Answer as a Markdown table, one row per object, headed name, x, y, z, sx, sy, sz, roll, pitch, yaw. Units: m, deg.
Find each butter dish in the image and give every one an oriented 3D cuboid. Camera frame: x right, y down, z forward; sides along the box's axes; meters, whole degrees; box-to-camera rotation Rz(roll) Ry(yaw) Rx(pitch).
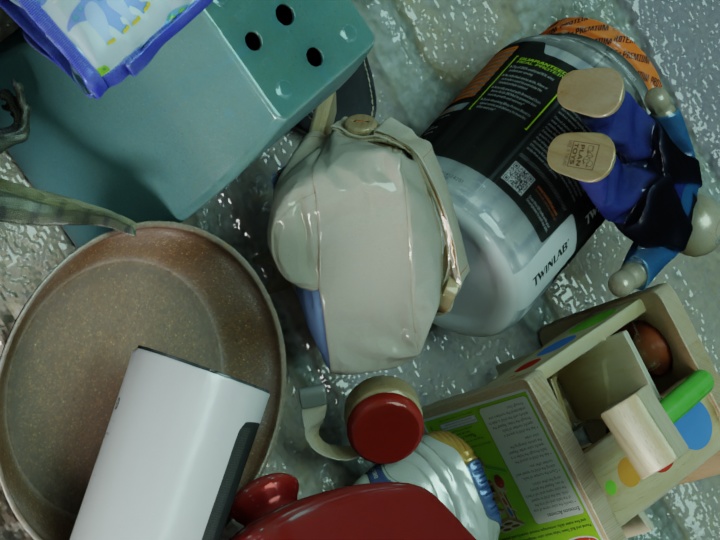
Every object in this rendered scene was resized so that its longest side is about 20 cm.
| name | x | y | z | sx | sy | sz | roll | pitch | yaw |
| --- | --- | --- | --- | --- | --- | --- | --- | --- | --- |
| butter dish | -0.026 | 0.182 | 1.658 | 0.199 | 0.200 | 0.148 | -14 | 62 | -37 |

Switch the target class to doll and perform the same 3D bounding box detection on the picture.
| name | x | y | z | sx | sy | sz | roll | pitch | yaw |
| --- | --- | --- | --- | --- | --- | --- | --- | --- | --- |
| doll | 0.171 | -0.050 | 1.786 | 0.200 | 0.048 | 0.137 | 33 | 64 | -58 |

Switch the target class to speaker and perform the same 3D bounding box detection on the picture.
| name | x | y | z | sx | sy | sz | roll | pitch | yaw |
| --- | --- | --- | --- | --- | --- | --- | --- | --- | --- |
| speaker | -0.119 | 0.148 | 1.604 | 0.081 | 0.081 | 0.201 | 21 | 85 | -29 |

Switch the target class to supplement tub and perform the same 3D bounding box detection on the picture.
| name | x | y | z | sx | sy | sz | roll | pitch | yaw |
| --- | --- | --- | --- | --- | --- | --- | --- | --- | --- |
| supplement tub | 0.100 | -0.063 | 1.832 | 0.123 | 0.122 | 0.200 | 51 | 55 | -13 |

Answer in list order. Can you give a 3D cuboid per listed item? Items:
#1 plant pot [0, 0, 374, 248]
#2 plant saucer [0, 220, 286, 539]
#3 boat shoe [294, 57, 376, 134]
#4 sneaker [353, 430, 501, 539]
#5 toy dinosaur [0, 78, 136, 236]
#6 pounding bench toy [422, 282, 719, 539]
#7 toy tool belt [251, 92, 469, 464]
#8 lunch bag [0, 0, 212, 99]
| name | x | y | z | sx | sy | sz | roll | pitch | yaw |
| --- | --- | --- | --- | --- | --- | --- | --- | --- | --- |
| plant pot | -0.097 | -0.115 | 1.657 | 0.141 | 0.200 | 0.142 | -43 | 102 | -35 |
| plant saucer | -0.131 | 0.070 | 1.652 | 0.199 | 0.037 | 0.202 | -9 | 104 | -38 |
| boat shoe | -0.034 | -0.142 | 1.753 | 0.073 | 0.063 | 0.200 | -42 | 132 | -14 |
| sneaker | 0.054 | 0.201 | 1.770 | 0.088 | 0.075 | 0.201 | -24 | 94 | -15 |
| toy dinosaur | -0.220 | -0.057 | 1.622 | 0.198 | 0.048 | 0.089 | 2 | 63 | 0 |
| pounding bench toy | 0.163 | 0.091 | 1.785 | 0.156 | 0.200 | 0.125 | -31 | 95 | -36 |
| toy tool belt | 0.000 | 0.000 | 1.738 | 0.124 | 0.123 | 0.201 | -10 | 118 | -3 |
| lunch bag | -0.139 | -0.211 | 1.546 | 0.170 | 0.128 | 0.200 | -42 | 72 | -7 |
